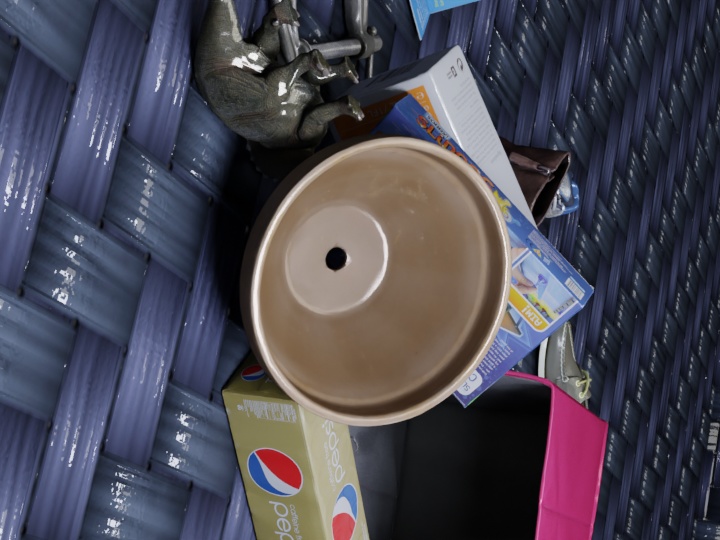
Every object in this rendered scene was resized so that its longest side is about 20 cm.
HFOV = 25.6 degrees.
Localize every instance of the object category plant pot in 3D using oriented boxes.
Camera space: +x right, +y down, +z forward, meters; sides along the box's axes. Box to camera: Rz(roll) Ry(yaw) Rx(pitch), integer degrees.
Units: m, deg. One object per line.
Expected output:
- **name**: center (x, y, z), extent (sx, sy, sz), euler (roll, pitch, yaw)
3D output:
- **plant pot**: center (0.000, 0.000, 1.117), extent (0.199, 0.093, 0.203), euler (-6, 105, -23)

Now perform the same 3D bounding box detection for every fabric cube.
- **fabric cube**: center (0.086, 0.194, 1.344), extent (0.199, 0.195, 0.202), euler (32, 65, -64)

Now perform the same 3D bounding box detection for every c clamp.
- **c clamp**: center (-0.023, -0.193, 1.221), extent (0.200, 0.027, 0.172), euler (-13, 107, -67)

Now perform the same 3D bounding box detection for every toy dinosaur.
- **toy dinosaur**: center (-0.063, -0.121, 1.065), extent (0.200, 0.102, 0.077), euler (39, 29, -48)

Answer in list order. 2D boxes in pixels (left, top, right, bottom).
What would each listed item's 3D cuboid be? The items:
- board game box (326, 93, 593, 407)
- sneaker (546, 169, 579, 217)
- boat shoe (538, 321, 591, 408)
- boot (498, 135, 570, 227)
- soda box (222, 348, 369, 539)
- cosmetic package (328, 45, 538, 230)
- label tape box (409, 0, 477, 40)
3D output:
- **board game box**: center (0.058, -0.013, 1.184), extent (0.200, 0.135, 0.034), euler (47, 32, 0)
- **sneaker**: center (0.178, -0.095, 1.647), extent (0.200, 0.085, 0.078), euler (10, 85, -67)
- **boat shoe**: center (0.247, 0.148, 1.891), extent (0.072, 0.060, 0.203), euler (-43, 134, -58)
- **boot**: center (0.101, -0.096, 1.356), extent (0.200, 0.165, 0.073), euler (-58, 146, -47)
- **soda box**: center (-0.045, 0.154, 1.193), extent (0.068, 0.064, 0.201), euler (-55, 144, -50)
- **cosmetic package**: center (0.062, -0.059, 1.230), extent (0.201, 0.101, 0.071), euler (65, 31, -13)
- **label tape box**: center (0.093, -0.324, 1.424), extent (0.144, 0.066, 0.201), euler (71, 31, -44)
